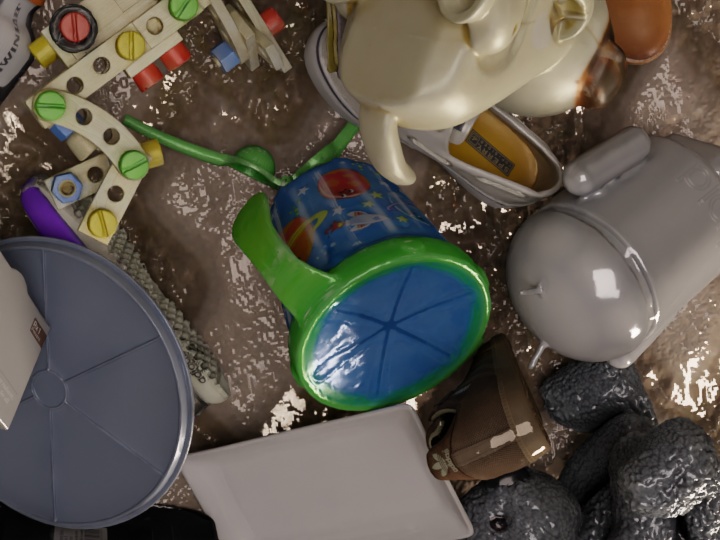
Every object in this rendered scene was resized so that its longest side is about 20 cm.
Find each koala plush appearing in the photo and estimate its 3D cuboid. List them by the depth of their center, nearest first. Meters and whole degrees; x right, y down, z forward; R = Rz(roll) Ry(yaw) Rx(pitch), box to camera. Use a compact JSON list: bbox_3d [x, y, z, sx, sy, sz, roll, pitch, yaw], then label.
[{"bbox_3d":[0.138,0.187,1.059,0.199,0.177,0.185,-19,114,-9],"label":"koala plush"}]

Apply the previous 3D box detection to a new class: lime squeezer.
[{"bbox_3d":[-0.058,-0.087,1.031,0.199,0.038,0.071,-10,103,-7],"label":"lime squeezer"}]

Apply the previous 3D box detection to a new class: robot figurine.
[{"bbox_3d":[0.178,-0.015,1.029,0.200,0.113,0.170,-38,125,-25],"label":"robot figurine"}]

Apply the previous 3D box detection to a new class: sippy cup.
[{"bbox_3d":[0.000,0.000,1.000,0.139,0.131,0.178,-23,137,-5],"label":"sippy cup"}]

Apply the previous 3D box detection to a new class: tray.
[{"bbox_3d":[-0.025,0.150,1.048,0.199,0.022,0.108,-16,111,30],"label":"tray"}]

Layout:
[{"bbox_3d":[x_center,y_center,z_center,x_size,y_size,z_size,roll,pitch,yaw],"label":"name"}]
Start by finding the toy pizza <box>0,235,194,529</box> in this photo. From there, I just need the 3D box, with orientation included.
[{"bbox_3d":[-0.195,0.073,0.987,0.199,0.032,0.201,6,108,18],"label":"toy pizza"}]

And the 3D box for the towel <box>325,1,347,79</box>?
[{"bbox_3d":[0.054,-0.210,0.977,0.199,0.023,0.144,-22,120,-36],"label":"towel"}]

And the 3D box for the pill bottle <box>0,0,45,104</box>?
[{"bbox_3d":[-0.275,-0.126,0.949,0.106,0.106,0.200,37,94,-15],"label":"pill bottle"}]

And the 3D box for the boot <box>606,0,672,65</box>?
[{"bbox_3d":[0.182,-0.227,0.982,0.076,0.155,0.201,-12,104,-7],"label":"boot"}]

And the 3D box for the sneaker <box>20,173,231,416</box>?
[{"bbox_3d":[-0.181,0.034,1.019,0.099,0.070,0.201,-34,103,5],"label":"sneaker"}]

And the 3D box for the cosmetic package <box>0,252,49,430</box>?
[{"bbox_3d":[-0.306,0.033,0.929,0.199,0.091,0.107,2,143,22],"label":"cosmetic package"}]

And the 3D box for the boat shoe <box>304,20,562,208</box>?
[{"bbox_3d":[0.055,-0.106,1.016,0.200,0.070,0.071,36,76,-21],"label":"boat shoe"}]

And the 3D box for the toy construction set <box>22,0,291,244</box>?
[{"bbox_3d":[-0.131,-0.124,0.956,0.200,0.092,0.131,-42,104,-22],"label":"toy construction set"}]

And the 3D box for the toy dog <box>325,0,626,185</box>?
[{"bbox_3d":[0.084,-0.146,0.913,0.199,0.139,0.195,-1,94,-52],"label":"toy dog"}]

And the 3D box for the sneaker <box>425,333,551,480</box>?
[{"bbox_3d":[0.075,0.090,0.992,0.075,0.200,0.071,-23,91,4],"label":"sneaker"}]

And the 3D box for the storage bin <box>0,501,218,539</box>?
[{"bbox_3d":[-0.198,0.218,1.018,0.199,0.135,0.094,6,101,-11],"label":"storage bin"}]
